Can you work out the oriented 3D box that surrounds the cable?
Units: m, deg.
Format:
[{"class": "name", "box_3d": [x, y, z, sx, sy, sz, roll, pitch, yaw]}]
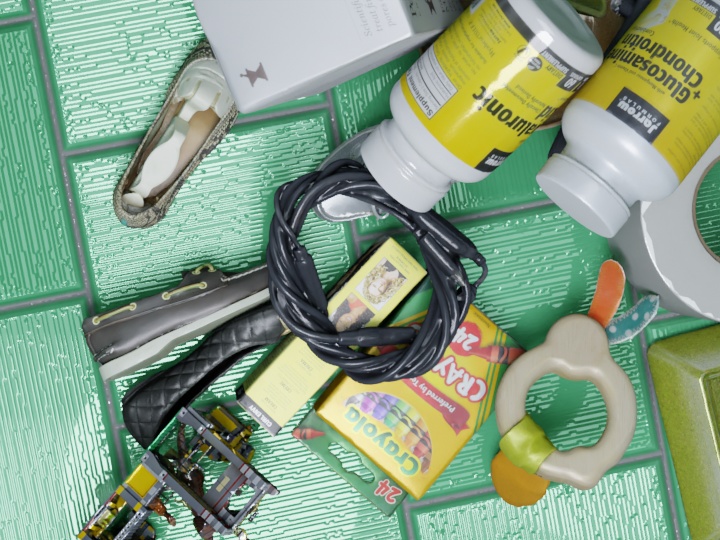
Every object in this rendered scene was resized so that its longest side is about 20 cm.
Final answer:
[{"class": "cable", "box_3d": [0.000, 0.000, 1.362, 0.200, 0.051, 0.164, 37, 93, -9]}]

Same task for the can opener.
[{"class": "can opener", "box_3d": [0.223, -0.170, 1.383, 0.079, 0.063, 0.201, 43, 113, 19]}]

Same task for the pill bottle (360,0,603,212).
[{"class": "pill bottle", "box_3d": [0.094, -0.144, 1.303, 0.111, 0.111, 0.200, 44, 114, -5]}]

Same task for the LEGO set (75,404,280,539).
[{"class": "LEGO set", "box_3d": [-0.144, 0.214, 1.371, 0.116, 0.154, 0.200, 40, 80, 12]}]

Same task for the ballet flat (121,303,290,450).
[{"class": "ballet flat", "box_3d": [-0.124, 0.088, 1.407, 0.199, 0.066, 0.057, -35, 74, 8]}]

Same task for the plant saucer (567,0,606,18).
[{"class": "plant saucer", "box_3d": [0.120, -0.323, 1.359, 0.199, 0.048, 0.202, 12, 68, -35]}]

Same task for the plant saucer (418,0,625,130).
[{"class": "plant saucer", "box_3d": [0.145, -0.227, 1.441, 0.198, 0.035, 0.202, 0, 92, -6]}]

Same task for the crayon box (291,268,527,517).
[{"class": "crayon box", "box_3d": [0.047, 0.115, 1.436, 0.127, 0.051, 0.200, 39, 89, -6]}]

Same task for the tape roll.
[{"class": "tape roll", "box_3d": [0.329, -0.054, 1.411, 0.201, 0.139, 0.204, 0, 92, -6]}]

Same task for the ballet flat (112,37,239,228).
[{"class": "ballet flat", "box_3d": [-0.156, -0.124, 1.398, 0.068, 0.075, 0.201, 32, 89, -4]}]

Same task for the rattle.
[{"class": "rattle", "box_3d": [0.195, 0.108, 1.429, 0.129, 0.143, 0.201, 10, 65, 19]}]

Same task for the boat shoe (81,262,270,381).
[{"class": "boat shoe", "box_3d": [-0.149, 0.029, 1.405, 0.200, 0.072, 0.061, -26, 83, -11]}]

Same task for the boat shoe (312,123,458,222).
[{"class": "boat shoe", "box_3d": [0.045, -0.095, 1.406, 0.201, 0.065, 0.075, -19, 107, 9]}]

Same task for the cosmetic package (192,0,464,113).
[{"class": "cosmetic package", "box_3d": [-0.030, -0.244, 1.322, 0.164, 0.200, 0.166, -21, 95, 19]}]

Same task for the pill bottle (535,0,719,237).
[{"class": "pill bottle", "box_3d": [0.235, -0.129, 1.286, 0.112, 0.112, 0.200, 39, 85, -5]}]

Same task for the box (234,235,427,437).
[{"class": "box", "box_3d": [-0.028, 0.057, 1.417, 0.050, 0.075, 0.200, 43, 87, -6]}]

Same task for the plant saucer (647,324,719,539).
[{"class": "plant saucer", "box_3d": [0.386, 0.142, 1.461, 0.198, 0.048, 0.202, -15, 93, -4]}]
